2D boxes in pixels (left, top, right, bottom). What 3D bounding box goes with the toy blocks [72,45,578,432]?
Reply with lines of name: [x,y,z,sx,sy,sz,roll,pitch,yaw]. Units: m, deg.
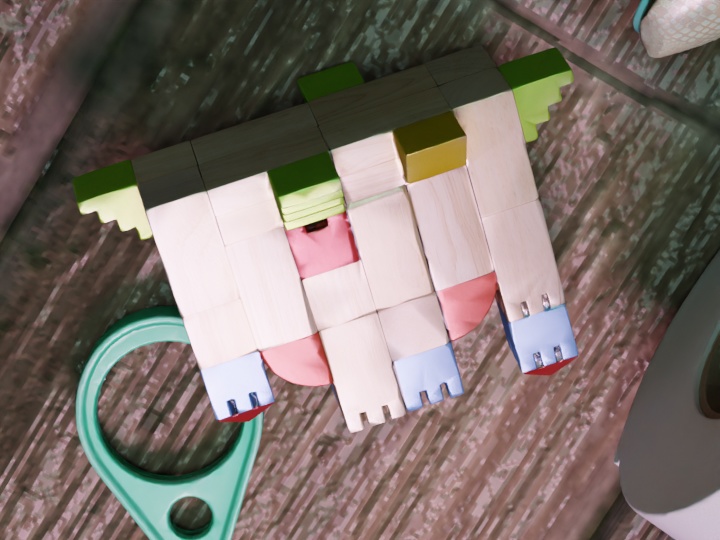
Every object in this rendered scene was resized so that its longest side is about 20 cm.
toy blocks: [0.000,0.000,1.038,0.200,0.100,0.137,-18,118,-3]

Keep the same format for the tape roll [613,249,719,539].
tape roll: [0.217,0.050,0.999,0.139,0.203,0.203,35,101,-11]

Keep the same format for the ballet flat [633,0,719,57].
ballet flat: [0.188,-0.153,1.004,0.062,0.067,0.200,42,102,19]

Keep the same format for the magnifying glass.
magnifying glass: [-0.072,0.112,1.095,0.080,0.022,0.200,-10,107,0]
